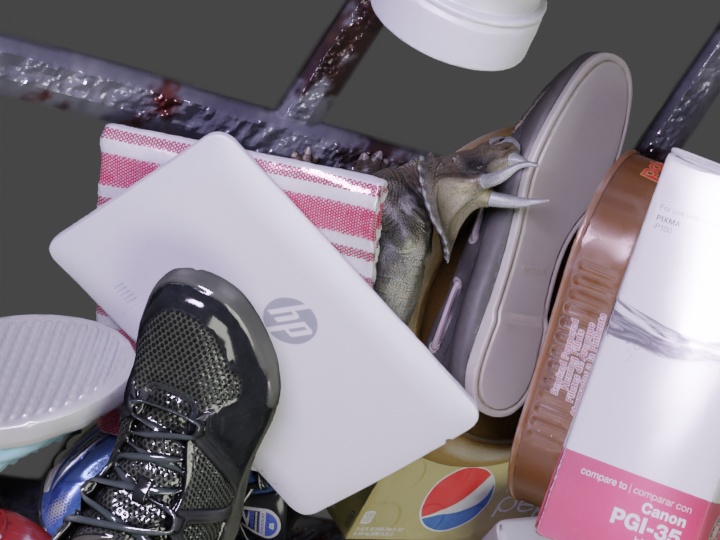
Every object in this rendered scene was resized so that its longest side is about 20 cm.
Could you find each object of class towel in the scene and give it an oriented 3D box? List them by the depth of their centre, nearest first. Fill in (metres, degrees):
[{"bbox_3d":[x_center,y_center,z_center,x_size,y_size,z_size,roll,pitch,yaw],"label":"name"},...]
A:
[{"bbox_3d":[-0.062,0.018,1.405,0.145,0.030,0.201,12,128,9],"label":"towel"}]

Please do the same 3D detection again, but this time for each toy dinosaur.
[{"bbox_3d":[0.000,0.000,1.435,0.077,0.102,0.201,17,110,-44],"label":"toy dinosaur"}]

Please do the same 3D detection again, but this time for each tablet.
[{"bbox_3d":[-0.048,0.030,1.383,0.130,0.014,0.200,-31,112,33],"label":"tablet"}]

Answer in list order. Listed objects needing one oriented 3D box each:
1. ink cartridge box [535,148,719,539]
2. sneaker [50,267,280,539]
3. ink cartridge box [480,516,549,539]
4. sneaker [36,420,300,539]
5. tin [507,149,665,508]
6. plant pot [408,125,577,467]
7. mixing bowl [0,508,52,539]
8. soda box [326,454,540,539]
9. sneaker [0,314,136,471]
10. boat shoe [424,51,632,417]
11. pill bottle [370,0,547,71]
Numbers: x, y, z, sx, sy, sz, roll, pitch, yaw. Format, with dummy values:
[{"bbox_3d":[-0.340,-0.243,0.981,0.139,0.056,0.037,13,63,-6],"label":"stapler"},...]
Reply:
[{"bbox_3d":[0.171,0.053,1.412,0.201,0.082,0.146,-70,162,1],"label":"ink cartridge box"},{"bbox_3d":[-0.097,0.097,1.368,0.114,0.076,0.200,-54,164,-48],"label":"sneaker"},{"bbox_3d":[0.129,0.206,1.663,0.145,0.085,0.200,-5,160,-15],"label":"ink cartridge box"},{"bbox_3d":[-0.078,0.110,1.500,0.199,0.089,0.079,-21,137,-15],"label":"sneaker"},{"bbox_3d":[0.129,0.036,1.488,0.112,0.042,0.201,-19,128,-62],"label":"tin"},{"bbox_3d":[0.088,0.019,1.530,0.199,0.027,0.201,-14,117,-30],"label":"plant pot"},{"bbox_3d":[-0.214,0.186,1.423,0.199,0.200,0.109,-18,110,-20],"label":"mixing bowl"},{"bbox_3d":[0.068,0.113,1.627,0.199,0.064,0.068,6,125,-38],"label":"soda box"},{"bbox_3d":[-0.206,0.084,1.407,0.199,0.074,0.082,-17,145,-10],"label":"sneaker"},{"bbox_3d":[0.081,-0.024,1.463,0.067,0.057,0.201,17,94,-44],"label":"boat shoe"},{"bbox_3d":[0.076,-0.197,1.298,0.111,0.112,0.201,-1,129,-35],"label":"pill bottle"}]
